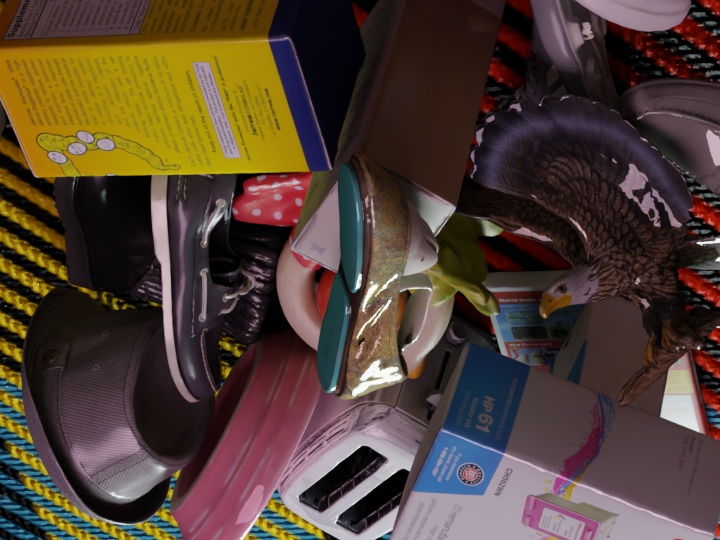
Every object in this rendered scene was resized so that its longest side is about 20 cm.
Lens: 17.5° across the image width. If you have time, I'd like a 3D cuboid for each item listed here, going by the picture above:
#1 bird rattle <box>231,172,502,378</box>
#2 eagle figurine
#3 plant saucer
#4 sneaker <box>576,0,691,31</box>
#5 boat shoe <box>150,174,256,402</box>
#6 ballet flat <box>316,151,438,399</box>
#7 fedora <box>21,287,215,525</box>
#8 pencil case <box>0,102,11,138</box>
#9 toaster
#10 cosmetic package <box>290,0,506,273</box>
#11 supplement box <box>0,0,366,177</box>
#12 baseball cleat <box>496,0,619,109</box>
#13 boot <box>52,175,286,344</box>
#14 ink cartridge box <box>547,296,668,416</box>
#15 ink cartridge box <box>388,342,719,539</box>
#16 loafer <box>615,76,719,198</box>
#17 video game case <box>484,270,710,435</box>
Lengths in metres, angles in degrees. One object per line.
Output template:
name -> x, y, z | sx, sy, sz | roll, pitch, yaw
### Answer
bird rattle -> 0.000, 0.000, 1.634 | 0.198, 0.113, 0.164 | 14, 124, -3
eagle figurine -> 0.149, -0.022, 1.500 | 0.152, 0.151, 0.201 | -40, 83, 22
plant saucer -> -0.087, 0.125, 1.748 | 0.051, 0.201, 0.201 | 29, 137, -8
sneaker -> 0.137, -0.225, 1.405 | 0.199, 0.076, 0.088 | 35, 123, -18
boat shoe -> -0.105, 0.009, 1.618 | 0.062, 0.073, 0.201 | -2, 125, 4
ballet flat -> 0.014, 0.002, 1.392 | 0.070, 0.071, 0.201 | 12, 138, 4
fedora -> -0.169, 0.090, 1.745 | 0.090, 0.201, 0.177 | -23, 118, 26
pencil case -> -0.285, -0.076, 1.595 | 0.077, 0.201, 0.089 | -23, 131, 40
toaster -> 0.012, 0.116, 1.760 | 0.113, 0.130, 0.200 | 33, 136, -18
cosmetic package -> 0.026, -0.096, 1.474 | 0.071, 0.201, 0.105 | 26, 138, -12
supplement box -> -0.111, -0.132, 1.421 | 0.198, 0.109, 0.110 | 0, 136, 18
baseball cleat -> 0.121, -0.117, 1.519 | 0.106, 0.070, 0.201 | -6, 133, 23
boot -> -0.130, -0.038, 1.673 | 0.157, 0.080, 0.212 | 18, 149, 9
ink cartridge box -> 0.158, 0.124, 1.706 | 0.066, 0.116, 0.201 | 20, 138, -4
ink cartridge box -> 0.137, 0.154, 1.596 | 0.198, 0.085, 0.145 | 20, 138, -1
loafer -> 0.252, -0.068, 1.501 | 0.199, 0.070, 0.070 | 18, 150, -20
video game case -> 0.180, 0.075, 1.746 | 0.142, 0.018, 0.201 | -1, 136, 19
